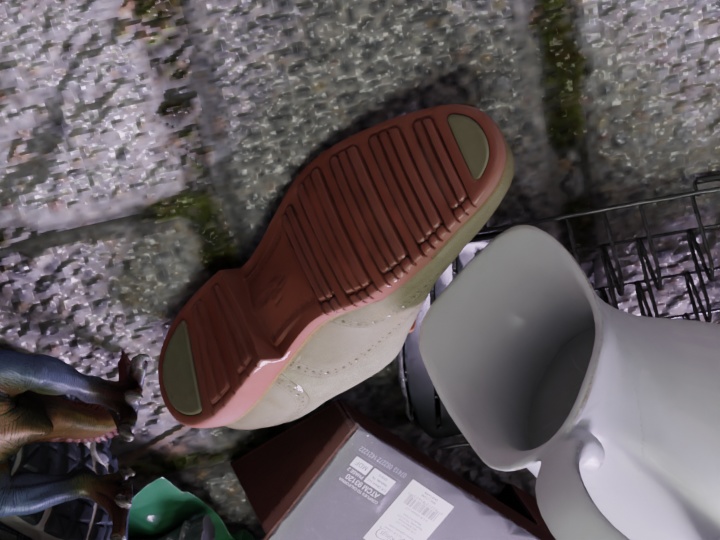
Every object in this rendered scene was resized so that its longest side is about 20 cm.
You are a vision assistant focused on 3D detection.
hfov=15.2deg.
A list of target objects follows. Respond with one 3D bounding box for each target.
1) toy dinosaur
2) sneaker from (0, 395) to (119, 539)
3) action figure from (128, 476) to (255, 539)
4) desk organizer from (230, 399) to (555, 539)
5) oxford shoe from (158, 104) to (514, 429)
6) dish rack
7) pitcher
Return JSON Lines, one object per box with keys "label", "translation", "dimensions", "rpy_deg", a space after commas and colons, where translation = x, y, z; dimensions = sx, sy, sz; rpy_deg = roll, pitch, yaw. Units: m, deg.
{"label": "toy dinosaur", "translation": [-0.180, 0.074, 1.080], "dimensions": [0.181, 0.105, 0.200], "rpy_deg": [7, 178, -6]}
{"label": "sneaker", "translation": [-0.195, 0.073, 1.165], "dimensions": [0.200, 0.078, 0.086], "rpy_deg": [27, 141, -32]}
{"label": "action figure", "translation": [-0.151, 0.166, 1.274], "dimensions": [0.200, 0.055, 0.118], "rpy_deg": [-23, 139, 15]}
{"label": "desk organizer", "translation": [0.040, 0.128, 1.257], "dimensions": [0.200, 0.077, 0.072], "rpy_deg": [34, 101, -28]}
{"label": "oxford shoe", "translation": [0.000, 0.000, 1.137], "dimensions": [0.074, 0.071, 0.200], "rpy_deg": [14, 138, -45]}
{"label": "dish rack", "translation": [0.116, 0.030, 1.197], "dimensions": [0.199, 0.055, 0.154], "rpy_deg": [-9, 136, -4]}
{"label": "pitcher", "translation": [0.131, 0.089, 1.100], "dimensions": [0.200, 0.172, 0.121], "rpy_deg": [30, 120, -33]}
